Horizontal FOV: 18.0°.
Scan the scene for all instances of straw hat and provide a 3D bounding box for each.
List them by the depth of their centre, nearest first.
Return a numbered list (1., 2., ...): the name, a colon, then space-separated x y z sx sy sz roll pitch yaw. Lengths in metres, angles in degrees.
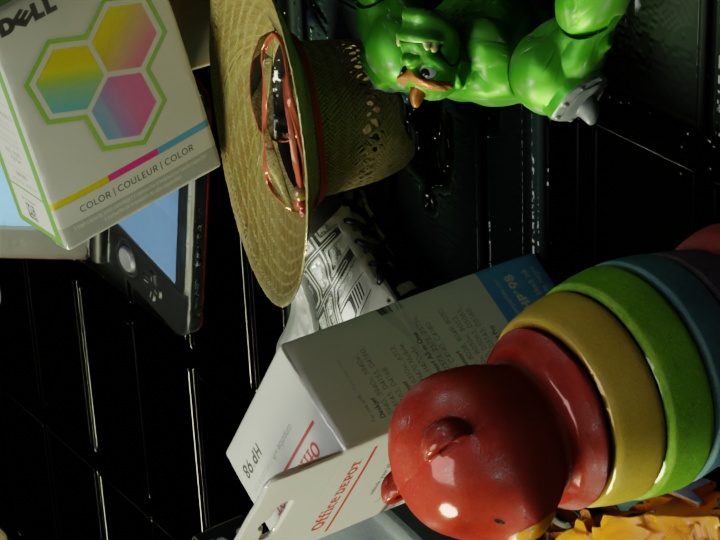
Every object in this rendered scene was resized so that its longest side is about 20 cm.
1. straw hat: -0.015 -0.080 1.181 0.201 0.085 0.202 170 90 -76

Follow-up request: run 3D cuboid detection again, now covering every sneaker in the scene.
1. sneaker: 0.000 0.000 1.281 0.087 0.076 0.201 -1 100 29

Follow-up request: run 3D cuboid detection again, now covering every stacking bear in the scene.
1. stacking bear: 0.102 0.060 0.998 0.114 0.199 0.121 64 150 10

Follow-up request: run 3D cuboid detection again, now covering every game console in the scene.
1. game console: -0.190 -0.061 1.492 0.172 0.118 0.201 43 142 38

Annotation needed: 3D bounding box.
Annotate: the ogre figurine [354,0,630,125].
1. ogre figurine: 0.060 -0.135 1.064 0.199 0.098 0.120 7 103 24

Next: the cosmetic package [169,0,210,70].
1. cosmetic package: -0.159 -0.150 1.306 0.105 0.200 0.071 29 131 47

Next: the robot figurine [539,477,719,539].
1. robot figurine: 0.139 0.159 1.140 0.200 0.058 0.146 -4 103 59

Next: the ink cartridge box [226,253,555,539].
1. ink cartridge box: 0.008 0.073 1.162 0.067 0.199 0.116 58 148 21

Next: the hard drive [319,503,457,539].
1. hard drive: 0.013 0.188 1.392 0.200 0.033 0.140 39 139 43

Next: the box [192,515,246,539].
1. box: -0.047 0.287 1.538 0.200 0.046 0.159 42 140 40

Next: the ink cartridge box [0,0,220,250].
1. ink cartridge box: -0.156 -0.124 1.213 0.059 0.104 0.201 29 142 49
